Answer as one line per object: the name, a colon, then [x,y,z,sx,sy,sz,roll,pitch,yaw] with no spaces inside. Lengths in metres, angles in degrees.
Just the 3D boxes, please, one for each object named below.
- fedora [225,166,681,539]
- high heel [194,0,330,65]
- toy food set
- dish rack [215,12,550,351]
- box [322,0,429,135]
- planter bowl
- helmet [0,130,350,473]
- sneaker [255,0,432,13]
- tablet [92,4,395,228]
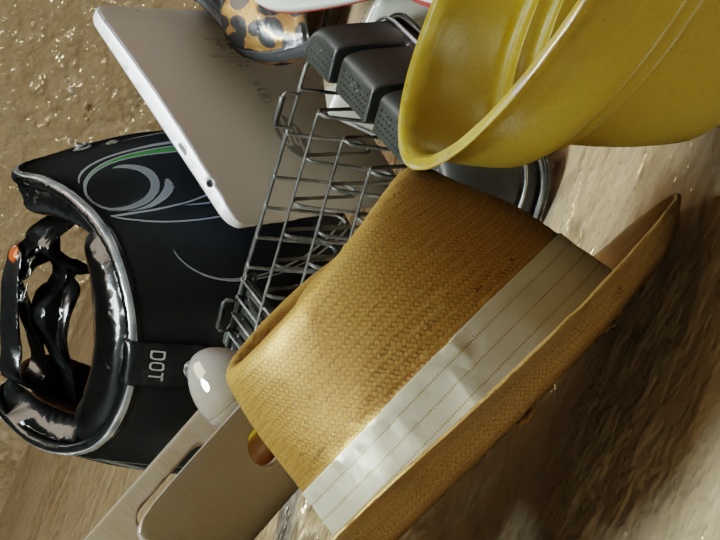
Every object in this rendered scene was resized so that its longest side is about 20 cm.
fedora: [0.017,0.023,0.695,0.201,0.082,0.201,-45,-3,-3]
high heel: [-0.003,-0.193,1.089,0.200,0.071,0.143,-46,43,2]
toy food set: [-0.055,0.067,0.836,0.144,0.060,0.200,-48,2,-22]
dish rack: [0.000,0.000,0.963,0.153,0.054,0.201,51,132,48]
box: [0.030,-0.133,1.096,0.200,0.077,0.095,-100,33,-70]
planter bowl: [0.096,-0.102,0.672,0.201,0.083,0.201,-57,14,22]
helmet: [-0.090,0.015,1.146,0.200,0.190,0.201,9,102,48]
sneaker: [0.010,-0.168,0.927,0.199,0.115,0.079,-11,63,26]
tablet: [-0.051,-0.083,1.102,0.014,0.130,0.200,-38,-11,24]
